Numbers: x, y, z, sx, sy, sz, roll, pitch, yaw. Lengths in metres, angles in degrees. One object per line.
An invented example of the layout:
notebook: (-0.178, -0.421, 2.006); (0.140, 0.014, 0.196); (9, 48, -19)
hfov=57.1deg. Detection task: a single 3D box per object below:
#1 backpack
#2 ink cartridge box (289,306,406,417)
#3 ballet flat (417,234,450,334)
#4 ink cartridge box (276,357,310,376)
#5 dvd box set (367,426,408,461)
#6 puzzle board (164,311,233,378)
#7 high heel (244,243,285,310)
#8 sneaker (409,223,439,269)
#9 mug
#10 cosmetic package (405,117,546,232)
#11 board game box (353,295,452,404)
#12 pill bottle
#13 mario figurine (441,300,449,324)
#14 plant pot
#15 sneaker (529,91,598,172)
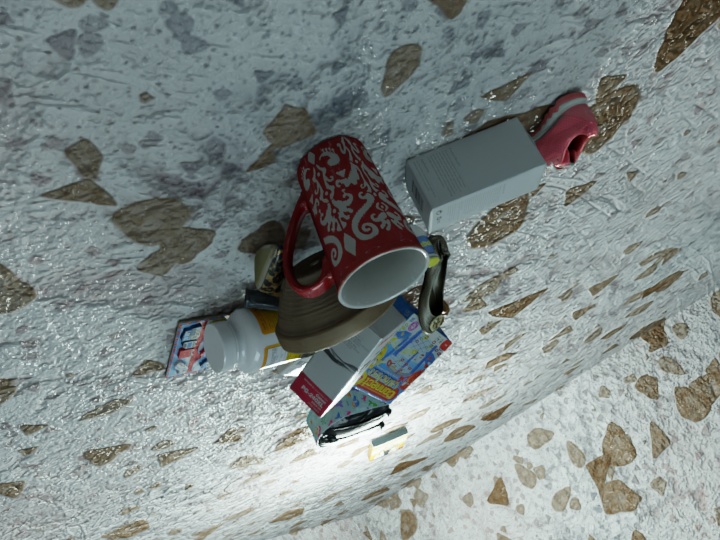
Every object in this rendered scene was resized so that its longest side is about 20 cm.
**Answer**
backpack: (-0.042, 0.356, 1.678); (0.196, 0.152, 0.179); (-19, 151, -29)
ink cartridge box: (-0.020, 0.147, 1.197); (0.201, 0.083, 0.145); (-52, 170, 21)
ballet flat: (0.146, 0.031, 1.267); (0.067, 0.046, 0.205); (-25, 123, -52)
ink cartridge box: (-0.076, 0.135, 1.348); (0.199, 0.069, 0.115); (-38, 152, 22)
dvd box set: (0.100, 0.645, 2.450); (0.143, 0.030, 0.201); (-19, 153, -14)
puzzle board: (-0.280, 0.140, 1.237); (0.148, 0.018, 0.201); (-9, 149, -30)
high heel: (-0.104, 0.013, 1.069); (0.139, 0.073, 0.201); (5, 151, -18)
sneaker: (0.080, -0.025, 1.206); (0.073, 0.084, 0.200); (-23, 174, -23)
mug: (-0.023, -0.067, 0.888); (0.174, 0.203, 0.134); (-11, 151, -25)
cosmetic package: (0.177, -0.149, 1.032); (0.196, 0.103, 0.074); (-20, 154, -8)
board game box: (0.071, 0.170, 1.372); (0.196, 0.056, 0.199); (-45, 142, 7)
pill bottle: (-0.170, 0.116, 1.165); (0.197, 0.113, 0.112); (-11, 151, -38)
mario figurine: (0.113, 0.141, 1.476); (0.197, 0.106, 0.126); (-24, 120, -21)
plant pot: (-0.049, 0.028, 0.983); (0.197, 0.094, 0.201); (-23, -163, 7)
sneaker: (0.309, -0.192, 1.086); (0.072, 0.088, 0.201); (-4, 146, -34)
